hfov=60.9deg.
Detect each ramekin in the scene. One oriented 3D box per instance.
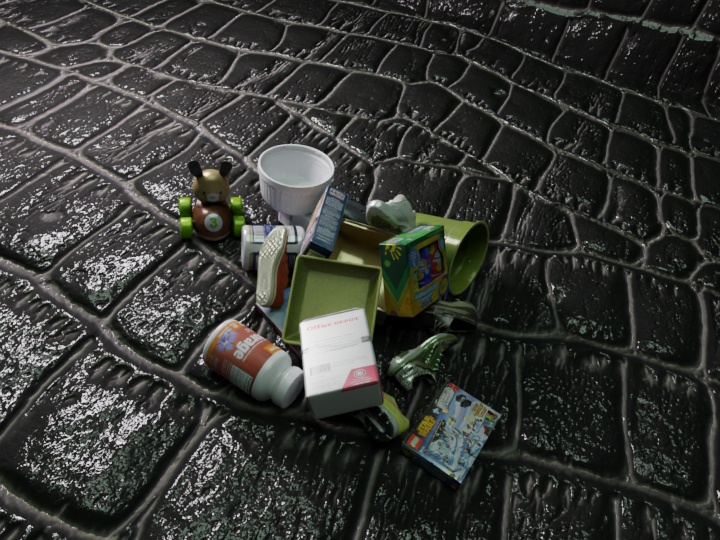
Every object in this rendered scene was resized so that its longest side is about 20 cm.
[{"bbox_3d":[-0.171,-0.233,1.608,0.199,0.105,0.201,6,41,-6],"label":"ramekin"}]

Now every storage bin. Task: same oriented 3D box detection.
[{"bbox_3d":[0.000,0.000,1.483,0.197,0.094,0.201,18,66,5],"label":"storage bin"}]

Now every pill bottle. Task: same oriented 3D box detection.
[{"bbox_3d":[-0.195,-0.056,1.530,0.199,0.112,0.111,0,44,-14],"label":"pill bottle"},{"bbox_3d":[-0.215,0.194,1.260,0.199,0.113,0.112,29,45,16],"label":"pill bottle"}]

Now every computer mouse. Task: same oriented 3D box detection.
[{"bbox_3d":[-0.013,-0.163,1.730,0.199,0.053,0.139,10,44,-4],"label":"computer mouse"}]

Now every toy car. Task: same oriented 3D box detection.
[{"bbox_3d":[-0.379,-0.193,1.561,0.163,0.201,0.158,-3,45,-16],"label":"toy car"}]

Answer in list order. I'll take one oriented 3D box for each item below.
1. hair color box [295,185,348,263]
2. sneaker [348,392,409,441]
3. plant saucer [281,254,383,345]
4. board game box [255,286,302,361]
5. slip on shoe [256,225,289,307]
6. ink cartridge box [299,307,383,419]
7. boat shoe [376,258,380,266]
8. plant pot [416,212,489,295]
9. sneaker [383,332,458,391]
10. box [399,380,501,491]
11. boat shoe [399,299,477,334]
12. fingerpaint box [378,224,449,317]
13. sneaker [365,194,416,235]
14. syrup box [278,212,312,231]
[{"bbox_3d":[-0.091,-0.099,1.466,0.060,0.100,0.201,26,46,-13],"label":"hair color box"},{"bbox_3d":[0.026,0.276,1.275,0.090,0.078,0.200,7,30,-45],"label":"sneaker"},{"bbox_3d":[-0.060,0.080,1.375,0.199,0.048,0.201,9,81,4],"label":"plant saucer"},{"bbox_3d":[-0.146,0.124,1.420,0.103,0.020,0.200,-26,55,-32],"label":"board game box"},{"bbox_3d":[-0.198,-0.007,1.437,0.061,0.074,0.201,25,64,-49],"label":"slip on shoe"},{"bbox_3d":[-0.042,0.184,1.240,0.145,0.085,0.201,-12,43,1],"label":"ink cartridge box"},{"bbox_3d":[0.056,-0.001,1.569,0.071,0.068,0.200,-15,51,-30],"label":"boat shoe"},{"bbox_3d":[0.204,-0.065,1.601,0.189,0.201,0.200,26,43,30],"label":"plant pot"},{"bbox_3d":[0.150,0.211,1.376,0.199,0.077,0.089,-24,67,-27],"label":"sneaker"},{"bbox_3d":[0.188,0.335,1.266,0.136,0.040,0.200,32,46,17],"label":"box"},{"bbox_3d":[0.194,0.117,1.472,0.199,0.075,0.074,-3,45,-15],"label":"boat shoe"},{"bbox_3d":[0.130,-0.004,1.417,0.073,0.168,0.200,3,16,33],"label":"fingerpaint box"},{"bbox_3d":[0.077,-0.145,1.497,0.077,0.200,0.100,3,77,30],"label":"sneaker"},{"bbox_3d":[-0.127,-0.127,1.643,0.200,0.082,0.079,40,48,24],"label":"syrup box"}]
